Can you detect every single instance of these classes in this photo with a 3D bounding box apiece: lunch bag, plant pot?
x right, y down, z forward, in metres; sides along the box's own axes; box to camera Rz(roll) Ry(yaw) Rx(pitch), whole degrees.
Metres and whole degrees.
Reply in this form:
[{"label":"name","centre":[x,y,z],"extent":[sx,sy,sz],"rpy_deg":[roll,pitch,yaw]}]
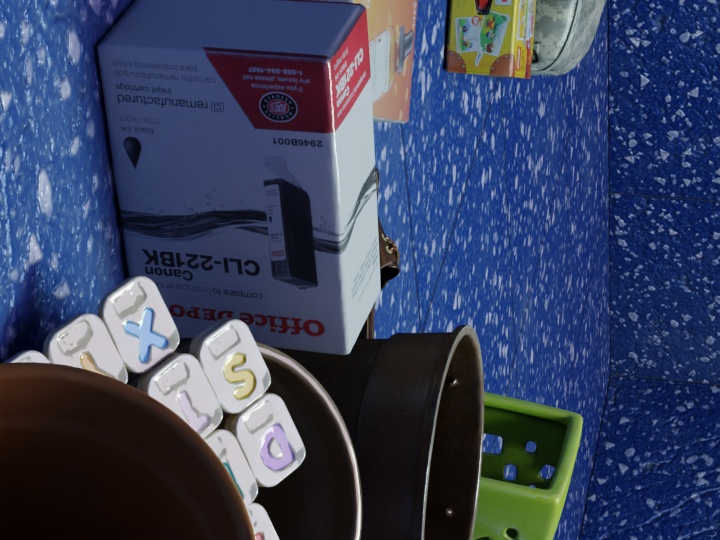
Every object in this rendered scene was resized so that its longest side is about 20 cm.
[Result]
[{"label":"lunch bag","centre":[0.222,-0.318,2.301],"extent":[0.200,0.138,0.169],"rpy_deg":[-17,110,-75]},{"label":"plant pot","centre":[-0.148,0.162,0.839],"extent":[0.140,0.198,0.201],"rpy_deg":[104,0,-56]},{"label":"plant pot","centre":[-0.102,0.141,1.114],"extent":[0.200,0.092,0.203],"rpy_deg":[3,85,-41]},{"label":"plant pot","centre":[0.105,0.241,1.908],"extent":[0.200,0.197,0.183],"rpy_deg":[-56,155,-65]},{"label":"plant pot","centre":[-0.032,0.126,1.262],"extent":[0.200,0.197,0.202],"rpy_deg":[6,90,-76]}]

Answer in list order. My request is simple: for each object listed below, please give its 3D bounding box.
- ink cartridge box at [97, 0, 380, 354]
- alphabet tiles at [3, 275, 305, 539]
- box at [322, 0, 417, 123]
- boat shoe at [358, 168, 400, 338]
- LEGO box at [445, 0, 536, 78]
[{"label":"ink cartridge box","centre":[-0.069,-0.057,1.155],"extent":[0.084,0.143,0.201],"rpy_deg":[-63,154,-54]},{"label":"alphabet tiles","centre":[-0.116,0.113,1.036],"extent":[0.200,0.015,0.197],"rpy_deg":[-36,111,-36]},{"label":"box","centre":[-0.030,-0.186,1.354],"extent":[0.200,0.105,0.154],"rpy_deg":[-11,106,-76]},{"label":"boat shoe","centre":[0.000,0.000,1.630],"extent":[0.071,0.070,0.201],"rpy_deg":[66,30,-62]},{"label":"LEGO box","centre":[0.150,-0.318,2.131],"extent":[0.149,0.076,0.202],"rpy_deg":[-20,114,-76]}]
